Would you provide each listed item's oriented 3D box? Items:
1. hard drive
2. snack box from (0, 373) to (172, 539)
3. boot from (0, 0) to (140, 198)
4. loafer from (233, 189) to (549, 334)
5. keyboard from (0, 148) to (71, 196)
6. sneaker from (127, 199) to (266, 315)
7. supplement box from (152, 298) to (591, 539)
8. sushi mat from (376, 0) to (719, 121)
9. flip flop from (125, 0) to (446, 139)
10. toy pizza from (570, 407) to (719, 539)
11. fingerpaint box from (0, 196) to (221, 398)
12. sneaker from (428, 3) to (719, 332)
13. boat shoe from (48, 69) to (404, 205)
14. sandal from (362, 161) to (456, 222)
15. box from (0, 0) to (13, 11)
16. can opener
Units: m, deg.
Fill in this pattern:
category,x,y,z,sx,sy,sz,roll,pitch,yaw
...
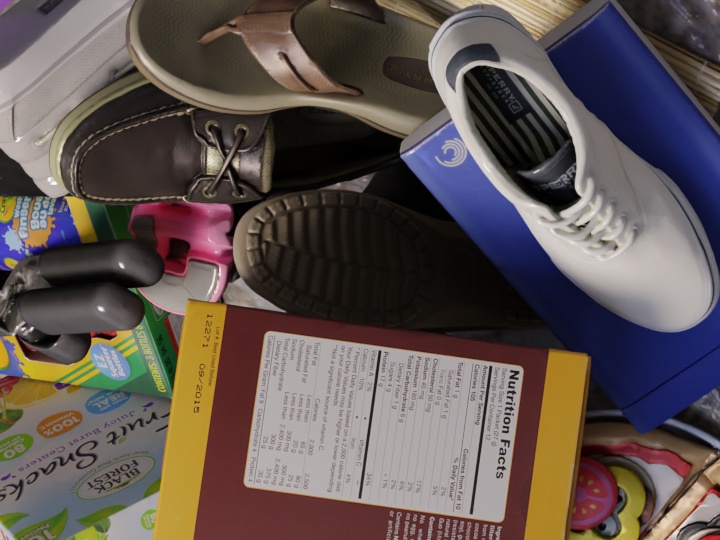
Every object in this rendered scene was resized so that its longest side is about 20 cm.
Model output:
category,x,y,z,sx,sy,sz,roll,pitch,yaw
hard drive,0.133,-0.025,1.359,0.132,0.025,0.200,-35,108,19
snack box,-0.167,0.117,1.631,0.200,0.142,0.053,37,150,55
boot,-0.115,-0.128,1.429,0.096,0.200,0.074,54,176,-34
loafer,0.023,0.004,1.438,0.199,0.076,0.068,9,167,-19
keyboard,-0.234,-0.074,1.524,0.200,0.021,0.127,1,157,37
sneaker,-0.079,-0.079,1.503,0.079,0.095,0.201,16,107,27
supplement box,0.006,0.100,1.384,0.199,0.133,0.197,8,175,1
sushi mat,0.091,-0.110,1.389,0.200,0.012,0.096,29,138,15
flip flop,-0.018,-0.113,1.364,0.199,0.081,0.058,14,158,-2
toy pizza,0.144,0.173,1.508,0.200,0.032,0.201,3,110,8
fingerpaint box,-0.188,-0.028,1.631,0.167,0.073,0.200,7,128,34
sneaker,0.100,-0.037,1.301,0.073,0.071,0.200,-38,107,20
boat shoe,-0.061,-0.070,1.405,0.065,0.200,0.073,49,147,48
sandal,0.000,0.000,1.529,0.075,0.045,0.200,39,139,4
box,-0.195,-0.198,1.443,0.039,0.137,0.200,28,145,-25
can opener,-0.155,0.019,1.522,0.067,0.053,0.200,31,163,-25
